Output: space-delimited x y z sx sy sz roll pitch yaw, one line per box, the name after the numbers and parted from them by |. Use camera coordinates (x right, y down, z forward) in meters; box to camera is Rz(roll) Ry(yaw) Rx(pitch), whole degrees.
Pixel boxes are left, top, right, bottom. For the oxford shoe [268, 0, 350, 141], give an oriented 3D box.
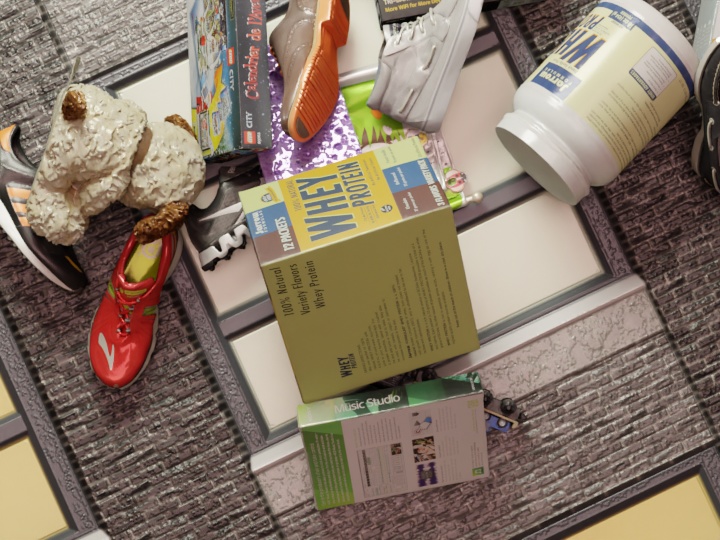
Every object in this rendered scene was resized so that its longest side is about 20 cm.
-0.064 -0.223 1.658 0.072 0.071 0.201 -1 56 22 | oxford shoe

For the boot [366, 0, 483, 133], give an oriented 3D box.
0.071 -0.255 1.663 0.095 0.074 0.201 18 104 -2 | boot

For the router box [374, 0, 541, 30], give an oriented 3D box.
0.104 -0.367 1.717 0.198 0.052 0.158 -11 87 -2 | router box

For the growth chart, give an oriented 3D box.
0.034 -0.141 1.721 0.144 0.018 0.201 -24 87 -2 | growth chart

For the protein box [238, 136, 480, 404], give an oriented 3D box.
0.000 0.000 1.607 0.199 0.135 0.199 -18 129 -3 | protein box

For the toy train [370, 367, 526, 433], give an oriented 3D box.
0.088 0.137 1.698 0.199 0.034 0.046 21 90 0 | toy train

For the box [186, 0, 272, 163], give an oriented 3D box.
-0.144 -0.223 1.657 0.037 0.136 0.202 -2 89 -29 | box

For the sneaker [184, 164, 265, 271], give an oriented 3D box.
-0.112 -0.088 1.688 0.199 0.066 0.091 -34 91 -1 | sneaker

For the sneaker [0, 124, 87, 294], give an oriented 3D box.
-0.351 -0.069 1.677 0.090 0.070 0.200 -40 87 0 | sneaker

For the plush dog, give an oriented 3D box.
-0.246 -0.123 1.626 0.171 0.161 0.201 19 57 -16 | plush dog

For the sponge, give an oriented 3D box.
-0.067 -0.163 1.674 0.111 0.030 0.201 -16 64 -4 | sponge

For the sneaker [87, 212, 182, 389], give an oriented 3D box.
-0.253 0.030 1.668 0.076 0.085 0.201 15 86 0 | sneaker

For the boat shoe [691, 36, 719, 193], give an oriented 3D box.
0.399 -0.164 1.650 0.073 0.201 0.060 -16 45 -16 | boat shoe

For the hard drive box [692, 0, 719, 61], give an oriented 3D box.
0.464 -0.293 1.713 0.155 0.077 0.202 11 86 -2 | hard drive box

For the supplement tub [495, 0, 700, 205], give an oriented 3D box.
0.258 -0.185 1.665 0.145 0.145 0.200 44 86 1 | supplement tub

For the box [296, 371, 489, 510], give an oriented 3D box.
0.037 0.185 1.649 0.198 0.145 0.036 -11 44 -3 | box
